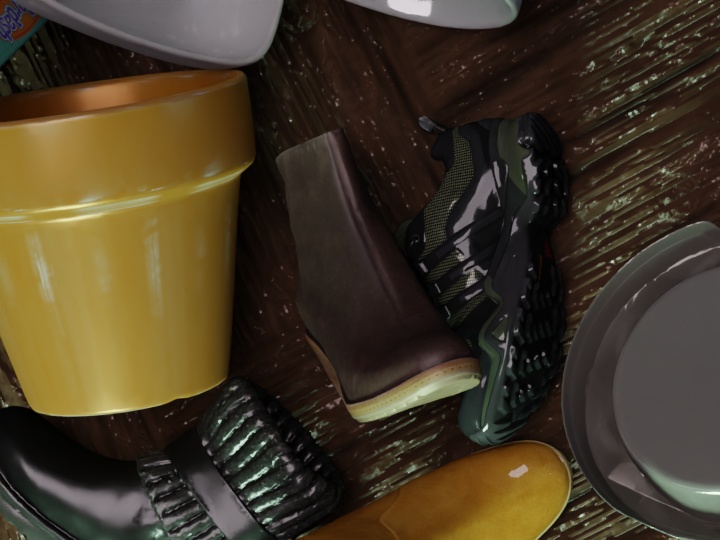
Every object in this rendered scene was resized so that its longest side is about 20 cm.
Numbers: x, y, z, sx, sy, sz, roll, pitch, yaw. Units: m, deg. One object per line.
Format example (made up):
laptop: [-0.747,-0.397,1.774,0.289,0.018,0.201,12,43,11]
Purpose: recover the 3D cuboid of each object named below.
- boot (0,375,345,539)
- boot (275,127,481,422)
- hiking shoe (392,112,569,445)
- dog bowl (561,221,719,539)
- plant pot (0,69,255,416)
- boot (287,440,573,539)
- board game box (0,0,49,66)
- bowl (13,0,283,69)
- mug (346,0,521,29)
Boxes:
boot: [-0.127,0.117,1.602,0.211,0.079,0.158,40,105,5]
boot: [0.000,0.000,1.515,0.072,0.200,0.167,-17,92,-17]
hiking shoe: [0.068,0.005,1.565,0.100,0.076,0.200,2,80,29]
dog bowl: [0.217,0.068,1.478,0.200,0.059,0.200,-14,59,24]
plant pot: [-0.154,-0.015,1.574,0.200,0.200,0.184,-5,100,17]
boot: [0.024,0.161,1.522,0.201,0.144,0.071,-29,80,13]
board game box: [-0.283,-0.120,1.606,0.200,0.152,0.045,-27,106,29]
bowl: [-0.139,-0.225,1.580,0.075,0.199,0.200,-16,63,52]
mug: [0.020,-0.258,1.533,0.200,0.148,0.176,18,81,-18]
